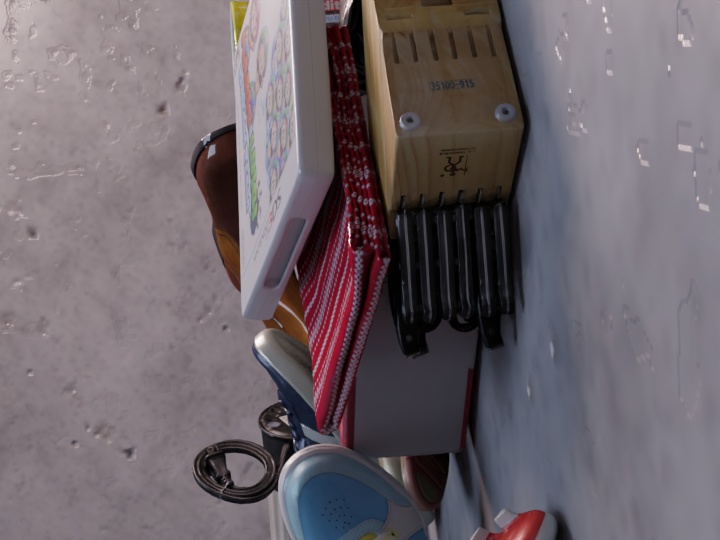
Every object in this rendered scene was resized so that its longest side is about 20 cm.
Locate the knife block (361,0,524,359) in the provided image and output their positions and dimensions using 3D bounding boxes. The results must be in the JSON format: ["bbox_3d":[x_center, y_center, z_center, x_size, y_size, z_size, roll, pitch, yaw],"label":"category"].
[{"bbox_3d":[0.038,-0.059,0.763,0.176,0.064,0.201,96,168,-58],"label":"knife block"}]

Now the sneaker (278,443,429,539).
[{"bbox_3d":[0.027,0.195,0.842,0.200,0.079,0.131,54,175,-12],"label":"sneaker"}]

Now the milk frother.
[{"bbox_3d":[-0.093,0.271,1.664,0.181,0.199,0.189,-122,27,-69],"label":"milk frother"}]

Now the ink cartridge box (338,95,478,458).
[{"bbox_3d":[0.016,-0.001,0.924,0.200,0.083,0.146,-102,10,-48],"label":"ink cartridge box"}]

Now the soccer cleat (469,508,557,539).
[{"bbox_3d":[0.068,0.199,0.723,0.069,0.085,0.200,-45,-17,-54],"label":"soccer cleat"}]

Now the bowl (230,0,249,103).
[{"bbox_3d":[-0.095,-0.223,1.700,0.200,0.107,0.201,175,90,-85],"label":"bowl"}]

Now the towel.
[{"bbox_3d":[-0.020,-0.028,0.812,0.200,0.022,0.145,-100,18,-44],"label":"towel"}]

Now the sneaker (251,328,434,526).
[{"bbox_3d":[-0.032,0.137,1.072,0.200,0.084,0.075,52,-170,-13],"label":"sneaker"}]

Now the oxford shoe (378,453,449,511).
[{"bbox_3d":[0.012,0.093,0.997,0.071,0.074,0.200,55,-164,-39],"label":"oxford shoe"}]

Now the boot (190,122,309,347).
[{"bbox_3d":[-0.071,0.003,1.140,0.189,0.068,0.200,101,146,-53],"label":"boot"}]

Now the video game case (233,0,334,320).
[{"bbox_3d":[-0.050,-0.098,0.854,0.182,0.024,0.201,117,152,-60],"label":"video game case"}]

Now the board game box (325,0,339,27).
[{"bbox_3d":[-0.038,-0.172,1.242,0.159,0.096,0.201,104,160,-72],"label":"board game box"}]

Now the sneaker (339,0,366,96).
[{"bbox_3d":[0.010,-0.154,0.977,0.104,0.060,0.200,-97,8,-67],"label":"sneaker"}]
